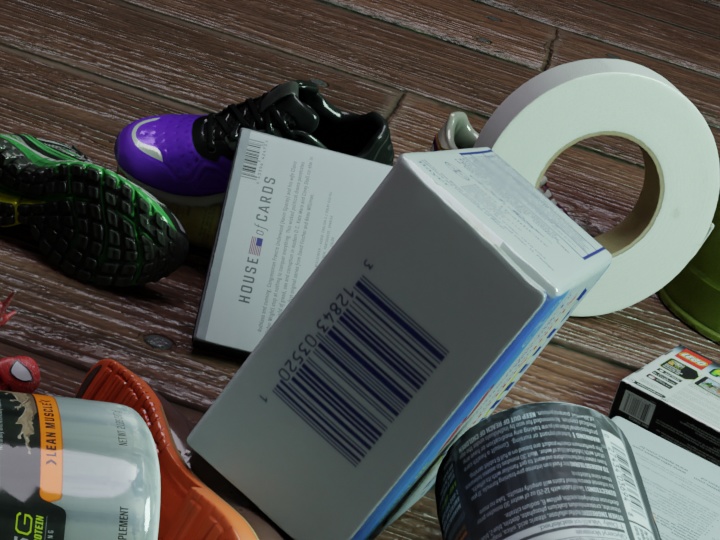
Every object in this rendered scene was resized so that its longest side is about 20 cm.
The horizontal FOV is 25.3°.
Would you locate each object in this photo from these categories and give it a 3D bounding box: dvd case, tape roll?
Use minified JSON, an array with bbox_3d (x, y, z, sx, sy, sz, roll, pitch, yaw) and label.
[{"bbox_3d":[0.000,0.000,1.060,0.198,0.152,0.025,14,-18,-6],"label":"dvd case"},{"bbox_3d":[0.179,-0.062,1.230,0.200,0.205,0.037,9,23,-17],"label":"tape roll"}]

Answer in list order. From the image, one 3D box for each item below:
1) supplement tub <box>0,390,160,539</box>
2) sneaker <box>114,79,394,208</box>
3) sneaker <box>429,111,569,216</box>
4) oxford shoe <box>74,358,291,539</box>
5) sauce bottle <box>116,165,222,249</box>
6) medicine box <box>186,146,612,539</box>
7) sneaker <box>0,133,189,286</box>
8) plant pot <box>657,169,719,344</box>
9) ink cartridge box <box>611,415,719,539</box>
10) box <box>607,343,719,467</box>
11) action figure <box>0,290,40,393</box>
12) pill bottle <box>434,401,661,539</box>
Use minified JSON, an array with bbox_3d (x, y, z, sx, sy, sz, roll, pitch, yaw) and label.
[{"bbox_3d":[-0.192,0.108,0.679,0.198,0.124,0.123,8,24,-19],"label":"supplement tub"},{"bbox_3d":[-0.070,-0.096,1.116,0.197,0.100,0.070,6,52,-12],"label":"sneaker"},{"bbox_3d":[0.129,-0.061,1.338,0.199,0.091,0.075,32,27,34],"label":"sneaker"},{"bbox_3d":[-0.091,0.118,0.823,0.072,0.072,0.200,23,17,-43],"label":"oxford shoe"},{"bbox_3d":[-0.084,-0.040,1.178,0.198,0.067,0.066,17,22,-4],"label":"sauce bottle"},{"bbox_3d":[0.029,0.038,0.847,0.103,0.183,0.200,40,15,10],"label":"medicine box"},{"bbox_3d":[-0.195,-0.054,1.112,0.199,0.079,0.085,27,24,24],"label":"sneaker"},{"bbox_3d":[0.371,-0.044,1.331,0.198,0.195,0.201,14,22,-6],"label":"plant pot"},{"bbox_3d":[0.187,0.170,0.907,0.195,0.044,0.199,27,28,24],"label":"ink cartridge box"},{"bbox_3d":[0.280,0.120,1.093,0.199,0.035,0.110,28,25,27],"label":"box"},{"bbox_3d":[-0.260,0.034,0.846,0.198,0.100,0.065,6,25,-30],"label":"action figure"},{"bbox_3d":[0.098,0.166,0.743,0.105,0.107,0.201,10,38,-15],"label":"pill bottle"}]
